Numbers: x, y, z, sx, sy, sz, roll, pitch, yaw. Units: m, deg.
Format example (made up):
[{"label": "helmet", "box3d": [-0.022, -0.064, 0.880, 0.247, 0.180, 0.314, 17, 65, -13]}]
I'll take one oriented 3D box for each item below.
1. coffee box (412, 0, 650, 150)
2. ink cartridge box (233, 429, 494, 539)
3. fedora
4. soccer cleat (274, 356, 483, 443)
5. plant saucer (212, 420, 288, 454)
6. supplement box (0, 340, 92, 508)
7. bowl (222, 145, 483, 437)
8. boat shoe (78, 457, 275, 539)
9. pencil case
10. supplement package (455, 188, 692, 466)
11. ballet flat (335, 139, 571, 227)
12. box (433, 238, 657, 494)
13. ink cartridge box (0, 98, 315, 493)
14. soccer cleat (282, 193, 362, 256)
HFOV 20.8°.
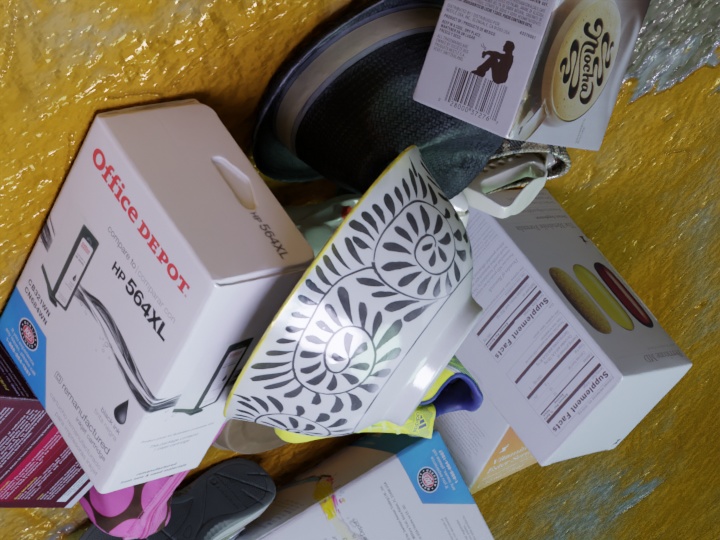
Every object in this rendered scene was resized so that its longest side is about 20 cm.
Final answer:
[{"label": "coffee box", "box3d": [0.121, -0.182, 1.197, 0.113, 0.080, 0.200, 3, 109, -55]}, {"label": "ink cartridge box", "box3d": [-0.005, 0.250, 1.752, 0.200, 0.147, 0.146, -29, -172, -17]}, {"label": "fedora", "box3d": [0.030, -0.098, 1.293, 0.200, 0.092, 0.201, -31, 156, -16]}, {"label": "soccer cleat", "box3d": [0.020, 0.107, 1.594, 0.200, 0.084, 0.065, -16, 149, -40]}, {"label": "plant saucer", "box3d": [-0.045, 0.085, 1.605, 0.200, 0.029, 0.200, -31, 157, -15]}, {"label": "supplement box", "box3d": [-0.237, 0.105, 1.327, 0.109, 0.061, 0.200, -46, 156, 15]}, {"label": "bowl", "box3d": [0.013, 0.032, 1.187, 0.201, 0.094, 0.201, -55, 176, -6]}, {"label": "boat shoe", "box3d": [-0.158, 0.222, 1.641, 0.202, 0.074, 0.065, -27, 154, -42]}, {"label": "pencil case", "box3d": [-0.137, 0.116, 1.449, 0.091, 0.094, 0.200, -4, 140, -45]}, {"label": "supplement package", "box3d": [0.149, 0.042, 1.585, 0.114, 0.200, 0.110, -6, 142, -51]}, {"label": "ballet flat", "box3d": [0.079, -0.065, 1.446, 0.200, 0.075, 0.068, -21, 152, -33]}, {"label": "box", "box3d": [0.151, 0.090, 1.793, 0.152, 0.106, 0.200, -21, 152, -34]}, {"label": "ink cartridge box", "box3d": [-0.130, 0.016, 1.209, 0.084, 0.146, 0.200, -13, 145, -41]}, {"label": "soccer cleat", "box3d": [-0.067, -0.016, 1.346, 0.200, 0.069, 0.078, -7, 174, -37]}]
